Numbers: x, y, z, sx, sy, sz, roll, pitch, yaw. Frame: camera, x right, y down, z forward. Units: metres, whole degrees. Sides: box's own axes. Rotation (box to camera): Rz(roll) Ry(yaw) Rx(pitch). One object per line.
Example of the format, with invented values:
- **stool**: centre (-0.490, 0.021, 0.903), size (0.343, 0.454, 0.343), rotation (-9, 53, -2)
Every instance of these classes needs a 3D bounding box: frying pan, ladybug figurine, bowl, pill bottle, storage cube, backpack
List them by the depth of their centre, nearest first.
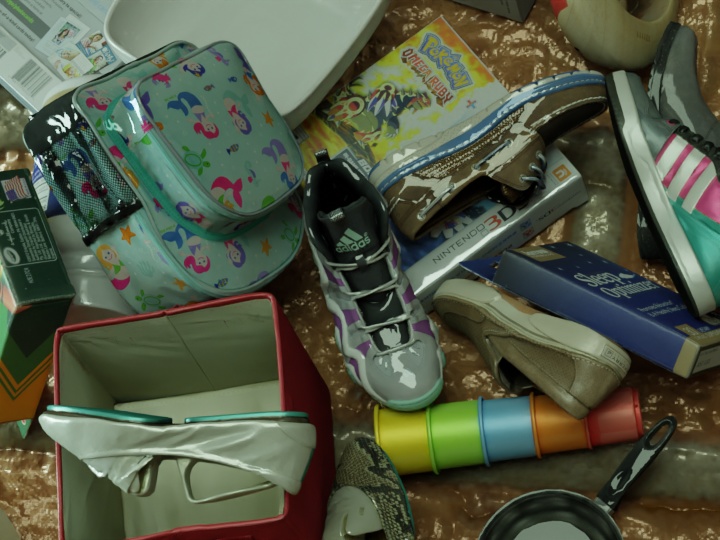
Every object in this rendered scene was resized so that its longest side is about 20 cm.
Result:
- **frying pan**: centre (0.152, 0.184, 1.631), size (0.115, 0.031, 0.190), rotation (15, 71, 20)
- **storage cube**: centre (-0.116, 0.141, 1.637), size (0.170, 0.180, 0.201), rotation (-10, 62, 9)
- **backpack**: centre (-0.133, -0.066, 1.675), size (0.150, 0.177, 0.200), rotation (-24, 96, 38)
- **pill bottle**: centre (-0.208, -0.045, 1.782), size (0.119, 0.120, 0.201), rotation (-3, 64, 12)
- **ladybug figurine**: centre (0.198, -0.256, 1.787), size (0.072, 0.136, 0.201), rotation (-10, 73, 46)
- **bowl**: centre (-0.087, -0.205, 1.821), size (0.199, 0.075, 0.200), rotation (27, 66, 19)

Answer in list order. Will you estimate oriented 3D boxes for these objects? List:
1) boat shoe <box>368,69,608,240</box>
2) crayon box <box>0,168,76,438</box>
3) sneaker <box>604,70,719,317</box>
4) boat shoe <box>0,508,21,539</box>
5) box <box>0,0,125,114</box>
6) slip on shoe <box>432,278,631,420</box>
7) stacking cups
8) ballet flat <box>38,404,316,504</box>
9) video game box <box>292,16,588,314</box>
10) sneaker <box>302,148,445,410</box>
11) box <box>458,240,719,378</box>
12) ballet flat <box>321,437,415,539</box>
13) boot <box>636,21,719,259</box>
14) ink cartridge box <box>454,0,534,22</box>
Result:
- **boat shoe**: centre (0.109, -0.085, 1.709), size (0.200, 0.072, 0.073), rotation (-27, 72, 2)
- **crayon box**: centre (-0.281, 0.032, 1.723), size (0.051, 0.200, 0.127), rotation (-9, 56, -27)
- **sneaker**: centre (0.264, -0.076, 1.644), size (0.120, 0.084, 0.200), rotation (-21, 71, 1)
- **boat shoe**: centre (-0.271, 0.265, 1.684), size (0.063, 0.071, 0.200), rotation (-52, 58, 35)
- **box**: centre (-0.235, -0.227, 1.922), size (0.200, 0.041, 0.156), rotation (-45, 63, -9)
- **slip on shoe**: centre (0.116, 0.060, 1.652), size (0.200, 0.076, 0.061), rotation (22, 79, 47)
- **stacking cups**: centre (0.112, 0.115, 1.666), size (0.199, 0.061, 0.061), rotation (-9, 63, 6)
- **ballet flat**: centre (-0.128, 0.126, 1.515), size (0.199, 0.069, 0.070), rotation (1, 65, 13)
- **video game box**: centre (0.052, -0.081, 1.780), size (0.182, 0.047, 0.200), rotation (-35, 62, -7)
- **sneaker**: centre (0.000, 0.000, 1.647), size (0.078, 0.140, 0.200), rotation (-24, 62, -4)
- **box**: centre (0.182, 0.020, 1.658), size (0.200, 0.121, 0.032), rotation (25, 105, 24)
- **ballet flat**: centre (0.011, 0.218, 1.602), size (0.068, 0.075, 0.201), rotation (-30, 73, 43)
- **boot**: centre (0.287, -0.095, 1.724), size (0.131, 0.070, 0.201), rotation (3, 76, 12)
- **ink cartridge box**: centre (0.073, -0.313, 1.864), size (0.200, 0.083, 0.147), rotation (21, 70, 22)
